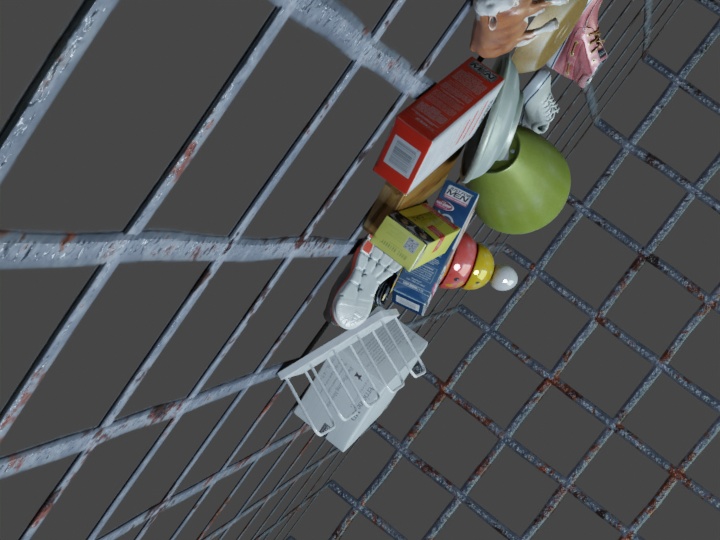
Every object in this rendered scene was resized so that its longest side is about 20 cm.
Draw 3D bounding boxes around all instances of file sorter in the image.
[{"bbox_3d":[-0.007,0.166,1.867,0.200,0.125,0.139,-32,174,10],"label":"file sorter"}]

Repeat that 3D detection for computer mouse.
[{"bbox_3d":[0.068,-0.033,1.789,0.059,0.034,0.200,55,53,-66],"label":"computer mouse"}]

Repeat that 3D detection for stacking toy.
[{"bbox_3d":[0.188,-0.013,2.017,0.146,0.200,0.146,-162,-90,-85],"label":"stacking toy"}]

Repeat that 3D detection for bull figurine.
[{"bbox_3d":[0.185,-0.317,1.378,0.121,0.065,0.200,-18,173,-5],"label":"bull figurine"}]

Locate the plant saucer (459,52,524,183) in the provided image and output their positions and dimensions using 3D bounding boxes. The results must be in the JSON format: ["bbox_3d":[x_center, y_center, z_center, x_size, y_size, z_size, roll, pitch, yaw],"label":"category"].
[{"bbox_3d":[0.199,-0.218,1.659,0.200,0.050,0.200,-163,-90,-87],"label":"plant saucer"}]

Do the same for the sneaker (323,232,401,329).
[{"bbox_3d":[0.000,0.000,1.733,0.200,0.077,0.082,-55,-157,-22],"label":"sneaker"}]

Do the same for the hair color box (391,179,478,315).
[{"bbox_3d":[0.119,-0.035,1.809,0.100,0.060,0.200,87,28,-78],"label":"hair color box"}]

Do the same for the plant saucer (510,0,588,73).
[{"bbox_3d":[0.310,-0.391,1.816,0.200,0.035,0.200,-50,170,-12],"label":"plant saucer"}]

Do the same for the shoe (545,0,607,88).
[{"bbox_3d":[0.403,-0.412,1.995,0.071,0.091,0.200,-45,168,-35],"label":"shoe"}]

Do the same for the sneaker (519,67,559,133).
[{"bbox_3d":[0.336,-0.312,2.094,0.073,0.071,0.200,-51,170,-6],"label":"sneaker"}]

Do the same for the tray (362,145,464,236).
[{"bbox_3d":[0.083,-0.130,1.695,0.200,0.037,0.099,-43,166,-47],"label":"tray"}]

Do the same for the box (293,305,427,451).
[{"bbox_3d":[0.002,0.209,2.210,0.200,0.131,0.199,-38,162,-55],"label":"box"}]

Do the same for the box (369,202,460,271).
[{"bbox_3d":[0.083,-0.051,1.655,0.050,0.075,0.200,-56,168,17],"label":"box"}]

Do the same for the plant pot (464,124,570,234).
[{"bbox_3d":[0.251,-0.179,1.956,0.187,0.187,0.200,-53,155,1],"label":"plant pot"}]

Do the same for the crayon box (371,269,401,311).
[{"bbox_3d":[0.044,-0.007,1.892,0.200,0.052,0.126,-46,168,-36],"label":"crayon box"}]

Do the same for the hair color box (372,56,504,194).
[{"bbox_3d":[0.105,-0.194,1.500,0.200,0.061,0.102,-42,165,-43],"label":"hair color box"}]
